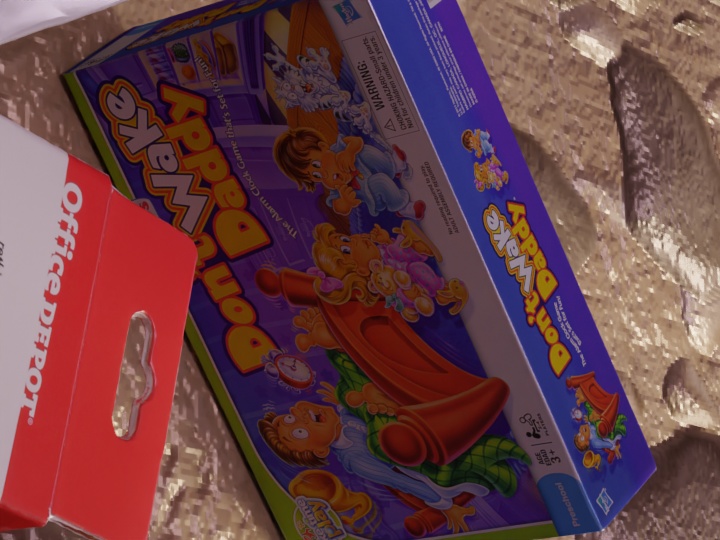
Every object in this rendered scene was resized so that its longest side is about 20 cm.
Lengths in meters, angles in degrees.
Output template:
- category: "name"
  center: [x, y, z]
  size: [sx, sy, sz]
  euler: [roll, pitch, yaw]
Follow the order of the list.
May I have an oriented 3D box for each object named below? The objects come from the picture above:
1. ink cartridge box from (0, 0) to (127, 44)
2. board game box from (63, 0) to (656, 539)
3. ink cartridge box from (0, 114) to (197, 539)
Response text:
- category: "ink cartridge box"
  center: [-0.115, -0.176, 0.829]
  size: [0.116, 0.068, 0.200]
  euler: [-21, 98, -17]
- category: "board game box"
  center: [0.000, 0.000, 0.906]
  size: [0.045, 0.134, 0.200]
  euler: [-41, 112, -48]
- category: "ink cartridge box"
  center: [-0.144, 0.006, 0.782]
  size: [0.200, 0.067, 0.116]
  euler: [32, 58, -42]
